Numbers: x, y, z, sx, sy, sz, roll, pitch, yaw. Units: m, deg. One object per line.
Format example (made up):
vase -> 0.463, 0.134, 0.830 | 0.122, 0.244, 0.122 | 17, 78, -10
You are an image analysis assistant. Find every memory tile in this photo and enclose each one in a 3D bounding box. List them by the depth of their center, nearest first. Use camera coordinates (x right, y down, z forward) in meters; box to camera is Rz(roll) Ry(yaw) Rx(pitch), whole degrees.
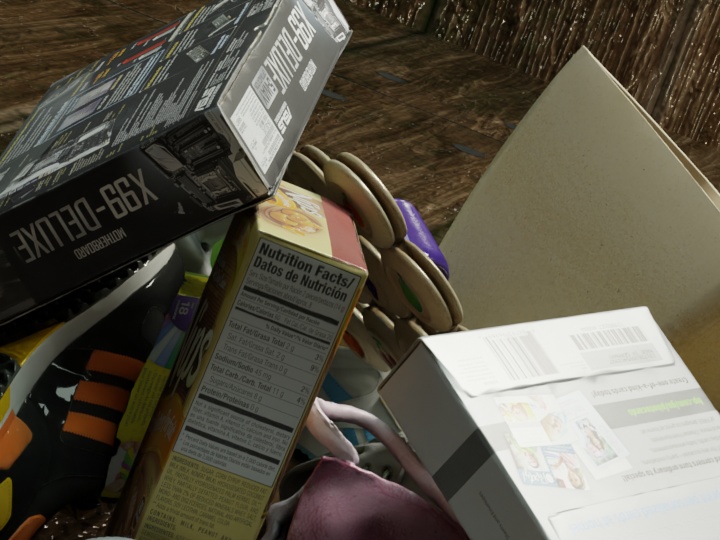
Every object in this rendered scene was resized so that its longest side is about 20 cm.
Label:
memory tile -> 0.000, 0.000, 1.303 | 0.153, 0.017, 0.200 | 57, -14, -17

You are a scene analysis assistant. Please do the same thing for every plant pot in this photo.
plant pot -> 0.151, 0.029, 1.525 | 0.200, 0.177, 0.200 | 39, 14, -51

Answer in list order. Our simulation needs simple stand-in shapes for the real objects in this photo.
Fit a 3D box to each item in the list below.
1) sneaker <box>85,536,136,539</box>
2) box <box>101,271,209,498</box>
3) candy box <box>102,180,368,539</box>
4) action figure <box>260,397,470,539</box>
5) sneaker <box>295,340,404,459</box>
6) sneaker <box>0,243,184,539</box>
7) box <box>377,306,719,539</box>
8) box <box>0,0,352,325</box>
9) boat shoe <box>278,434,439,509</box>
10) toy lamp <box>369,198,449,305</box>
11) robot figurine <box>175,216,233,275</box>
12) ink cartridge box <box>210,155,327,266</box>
sneaker -> -0.046, 0.171, 1.063 | 0.200, 0.075, 0.115 | 16, 13, 5
box -> -0.128, 0.053, 1.317 | 0.200, 0.117, 0.048 | 12, 16, -35
candy box -> -0.060, 0.066, 1.176 | 0.055, 0.200, 0.115 | 20, 13, -9
action figure -> 0.063, 0.149, 1.173 | 0.200, 0.149, 0.134 | 12, 1, 31
sneaker -> 0.026, 0.087, 1.489 | 0.200, 0.081, 0.076 | 31, 15, 35
sneaker -> -0.138, 0.064, 1.205 | 0.070, 0.090, 0.200 | -6, 29, 36
box -> 0.118, 0.110, 1.136 | 0.156, 0.041, 0.200 | -7, 55, -45
box -> -0.098, -0.064, 1.234 | 0.050, 0.158, 0.200 | 58, 22, -18
boat shoe -> 0.021, 0.119, 1.321 | 0.067, 0.074, 0.200 | -2, -8, -26
toy lamp -> 0.033, 0.053, 1.435 | 0.058, 0.058, 0.200 | 11, 53, -36
robot figurine -> -0.158, -0.005, 1.400 | 0.113, 0.200, 0.170 | 58, -3, -13
ink cartridge box -> -0.085, 0.010, 1.476 | 0.148, 0.076, 0.200 | -23, 5, 14
